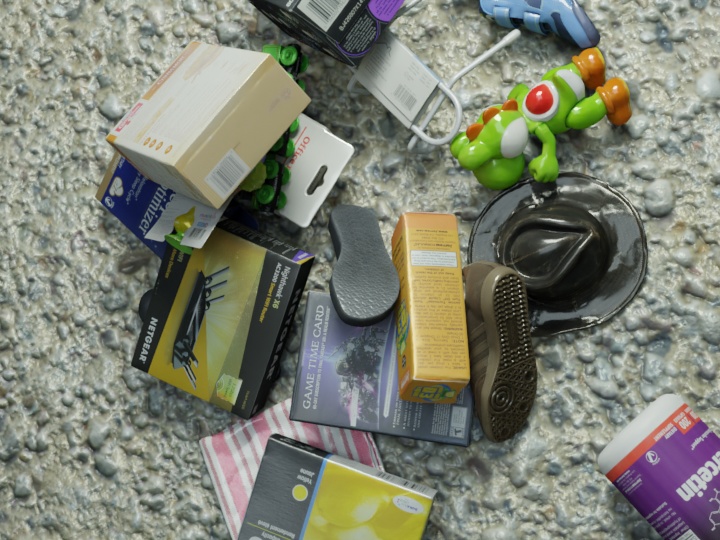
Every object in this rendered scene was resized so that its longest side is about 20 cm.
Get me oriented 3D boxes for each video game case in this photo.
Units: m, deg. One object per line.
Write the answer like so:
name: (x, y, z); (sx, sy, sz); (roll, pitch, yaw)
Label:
video game case: (0.030, 0.108, 1.283); (0.199, 0.019, 0.144); (9, 79, -7)

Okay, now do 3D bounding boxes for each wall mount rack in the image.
wall mount rack: (0.075, -0.235, 1.311); (0.200, 0.074, 0.174); (48, 118, 25)

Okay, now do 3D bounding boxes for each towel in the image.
towel: (-0.079, 0.223, 1.331); (0.199, 0.030, 0.147); (-25, 76, 10)

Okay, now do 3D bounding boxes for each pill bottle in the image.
pill bottle: (0.344, 0.230, 1.178); (0.112, 0.112, 0.200); (-44, 74, 4)

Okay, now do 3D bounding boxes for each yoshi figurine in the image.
yoshi figurine: (0.194, -0.156, 1.296); (0.199, 0.112, 0.112); (-27, 104, -4)

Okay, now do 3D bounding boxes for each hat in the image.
hat: (0.210, -0.025, 1.268); (0.200, 0.081, 0.202); (-2, 80, 14)

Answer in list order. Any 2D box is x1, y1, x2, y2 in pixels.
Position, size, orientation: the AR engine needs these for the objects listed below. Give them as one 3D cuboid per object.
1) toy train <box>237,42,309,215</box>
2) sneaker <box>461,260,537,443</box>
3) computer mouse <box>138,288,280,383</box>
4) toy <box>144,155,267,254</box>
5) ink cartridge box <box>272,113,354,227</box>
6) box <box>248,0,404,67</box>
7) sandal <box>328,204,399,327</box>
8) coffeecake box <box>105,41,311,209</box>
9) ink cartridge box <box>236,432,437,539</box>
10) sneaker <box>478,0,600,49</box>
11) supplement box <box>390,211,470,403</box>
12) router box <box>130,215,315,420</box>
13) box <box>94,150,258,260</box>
toy train: (-0.102, -0.162, 1.321); (0.056, 0.042, 0.201); (6, 83, 26)
sneaker: (0.144, 0.085, 1.269); (0.075, 0.070, 0.201); (26, 121, 56)
computer mouse: (-0.181, 0.077, 1.378); (0.199, 0.034, 0.059); (25, 87, 16)
toy: (-0.140, -0.100, 1.265); (0.115, 0.047, 0.200); (10, 59, 50)
ink cartridge box: (-0.106, -0.138, 1.374); (0.200, 0.067, 0.117); (33, 91, 18)
box: (-0.047, -0.325, 1.315); (0.122, 0.106, 0.200); (-53, 33, 1)
sandal: (0.001, 0.000, 1.290); (0.076, 0.200, 0.043); (9, 125, -9)
coffeecake box: (-0.168, -0.161, 1.252); (0.154, 0.073, 0.200); (-51, 33, -10)
ink cartridge box: (-0.037, 0.305, 1.279); (0.197, 0.047, 0.201); (17, 93, 11)
sneaker: (0.186, -0.303, 1.324); (0.200, 0.074, 0.082); (43, 96, 24)
supplement box: (0.074, 0.039, 1.258); (0.068, 0.067, 0.201); (2, 62, -11)
router box: (-0.158, 0.047, 1.324); (0.157, 0.052, 0.201); (23, 107, 11)
box: (-0.219, -0.072, 1.378); (0.200, 0.032, 0.121); (41, 122, 12)
